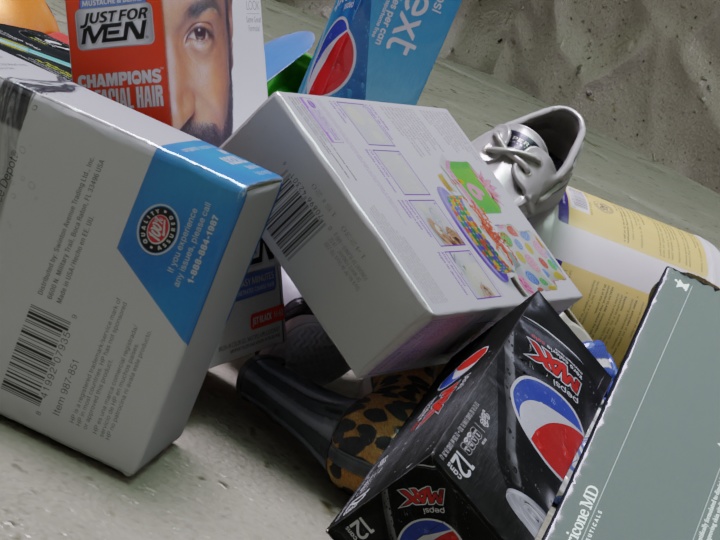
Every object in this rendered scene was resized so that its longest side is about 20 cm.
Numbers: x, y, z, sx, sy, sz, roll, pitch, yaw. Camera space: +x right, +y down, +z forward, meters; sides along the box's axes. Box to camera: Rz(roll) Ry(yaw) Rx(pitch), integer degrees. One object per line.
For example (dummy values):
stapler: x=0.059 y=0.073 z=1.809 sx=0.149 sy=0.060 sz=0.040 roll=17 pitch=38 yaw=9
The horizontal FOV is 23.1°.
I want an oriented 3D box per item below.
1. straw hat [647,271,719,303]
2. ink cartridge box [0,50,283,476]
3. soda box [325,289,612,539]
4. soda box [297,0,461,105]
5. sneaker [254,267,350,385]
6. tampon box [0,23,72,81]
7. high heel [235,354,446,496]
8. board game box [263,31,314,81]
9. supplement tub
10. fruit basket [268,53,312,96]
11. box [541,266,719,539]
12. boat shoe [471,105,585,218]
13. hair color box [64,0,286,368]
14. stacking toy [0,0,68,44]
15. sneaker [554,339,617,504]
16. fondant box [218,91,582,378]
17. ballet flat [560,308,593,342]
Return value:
straw hat: x=0.211 y=0.110 z=1.106 sx=0.085 sy=0.202 sz=0.201 roll=-28 pitch=36 yaw=-19
ink cartridge box: x=-0.158 y=-0.016 z=0.833 sx=0.199 sy=0.146 sz=0.084 roll=24 pitch=11 yaw=6
soda box: x=0.059 y=0.084 z=0.838 sx=0.063 sy=0.071 sz=0.200 roll=49 pitch=28 yaw=-4
soda box: x=0.003 y=-0.132 z=1.202 sx=0.067 sy=0.201 sz=0.064 roll=20 pitch=10 yaw=-18
sneaker: x=0.000 y=0.000 z=1.079 sx=0.199 sy=0.075 sz=0.115 roll=-11 pitch=61 yaw=-42
tampon box: x=-0.203 y=-0.062 z=0.998 sx=0.149 sy=0.127 sz=0.200 roll=27 pitch=12 yaw=23
high heel: x=0.048 y=0.082 z=0.962 sx=0.199 sy=0.072 sz=0.142 roll=-4 pitch=23 yaw=-38
board game box: x=-0.113 y=-0.116 z=1.379 sx=0.039 sy=0.200 sz=0.158 roll=58 pitch=-25 yaw=-18
supplement tub: x=0.179 y=0.027 z=1.285 sx=0.199 sy=0.146 sz=0.145 roll=20 pitch=12 yaw=-14
fruit basket: x=-0.040 y=-0.092 z=1.445 sx=0.215 sy=0.156 sz=0.216 roll=31 pitch=-4 yaw=2
box: x=0.167 y=0.111 z=0.818 sx=0.140 sy=0.079 sz=0.200 roll=27 pitch=48 yaw=7
boat shoe: x=0.096 y=-0.062 z=1.142 sx=0.072 sy=0.066 sz=0.200 roll=37 pitch=31 yaw=18
hair color box: x=-0.095 y=-0.051 z=0.941 sx=0.063 sy=0.202 sz=0.111 roll=-2 pitch=7 yaw=25
stacking toy: x=-0.210 y=-0.096 z=1.199 sx=0.200 sy=0.146 sz=0.146 roll=39 pitch=13 yaw=5
sneaker: x=0.134 y=0.090 z=1.066 sx=0.200 sy=0.089 sz=0.075 roll=34 pitch=14 yaw=37
fondant box: x=0.025 y=-0.022 z=0.960 sx=0.145 sy=0.058 sz=0.200 roll=55 pitch=25 yaw=16
ballet flat: x=0.110 y=0.020 z=1.161 sx=0.200 sy=0.067 sz=0.062 roll=51 pitch=-22 yaw=0
